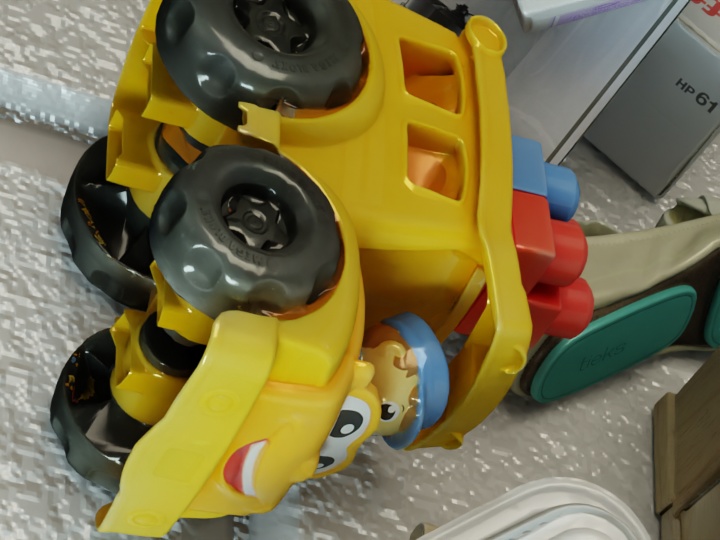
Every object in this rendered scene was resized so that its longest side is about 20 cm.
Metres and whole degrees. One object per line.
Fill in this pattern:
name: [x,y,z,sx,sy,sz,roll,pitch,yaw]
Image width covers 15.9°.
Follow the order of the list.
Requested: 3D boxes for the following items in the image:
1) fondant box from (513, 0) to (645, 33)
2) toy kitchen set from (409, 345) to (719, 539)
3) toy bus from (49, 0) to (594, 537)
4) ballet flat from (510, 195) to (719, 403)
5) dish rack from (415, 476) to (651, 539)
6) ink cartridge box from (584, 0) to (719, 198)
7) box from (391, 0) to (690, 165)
fondant box: [0.103,-0.204,0.954,0.143,0.058,0.202,-15,87,2]
toy kitchen set: [0.105,0.065,0.886,0.179,0.163,0.201,20,46,-17]
toy bus: [0.000,0.000,0.892,0.191,0.136,0.201,16,49,-19]
ballet flat: [0.124,0.000,1.028,0.199,0.070,0.070,-10,60,-38]
dish rack: [0.050,0.177,0.767,0.171,0.044,0.201,-26,86,-15]
ink cartridge box: [0.136,-0.145,1.138,0.144,0.085,0.200,41,43,4]
box: [0.073,-0.126,1.011,0.116,0.200,0.060,40,-1,2]
